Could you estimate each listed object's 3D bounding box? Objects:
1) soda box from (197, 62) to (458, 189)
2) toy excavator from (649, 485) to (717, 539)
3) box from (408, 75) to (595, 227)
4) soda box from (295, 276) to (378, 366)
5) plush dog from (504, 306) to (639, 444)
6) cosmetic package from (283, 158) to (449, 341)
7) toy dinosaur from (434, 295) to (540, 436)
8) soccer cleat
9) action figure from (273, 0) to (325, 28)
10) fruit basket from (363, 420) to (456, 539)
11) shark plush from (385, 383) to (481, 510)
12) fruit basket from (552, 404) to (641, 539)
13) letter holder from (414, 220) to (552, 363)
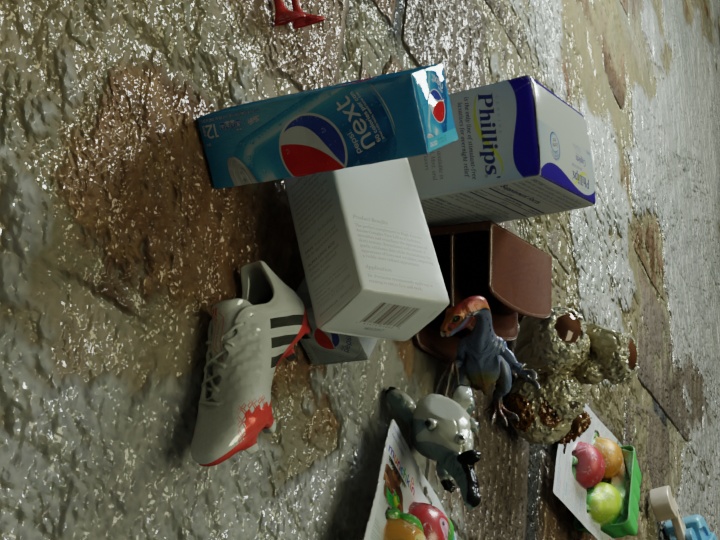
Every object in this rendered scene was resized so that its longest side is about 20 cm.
[{"bbox_3d":[-0.028,-0.115,0.911,0.068,0.199,0.065,-33,113,-59],"label":"soda box"},{"bbox_3d":[0.591,0.482,2.075,0.194,0.100,0.201,-7,77,-64],"label":"toy excavator"},{"bbox_3d":[0.127,-0.117,1.207,0.184,0.199,0.106,12,72,-61],"label":"box"},{"bbox_3d":[0.000,0.000,1.083,0.068,0.063,0.200,63,33,-28],"label":"soda box"},{"bbox_3d":[0.244,0.141,1.470,0.199,0.160,0.173,21,82,-43],"label":"plush dog"},{"bbox_3d":[-0.001,-0.045,0.996,0.101,0.074,0.201,11,51,-37],"label":"cosmetic package"},{"bbox_3d":[0.121,0.096,1.254,0.200,0.104,0.182,-113,-166,-66],"label":"toy dinosaur"},{"bbox_3d":[-0.096,0.071,0.889,0.085,0.068,0.200,58,32,-23],"label":"soccer cleat"},{"bbox_3d":[-0.070,-0.332,1.056,0.065,0.051,0.201,-16,96,-58],"label":"action figure"},{"bbox_3d":[0.056,0.275,1.079,0.186,0.093,0.200,63,31,-31],"label":"fruit basket"},{"bbox_3d":[0.095,0.180,1.122,0.090,0.200,0.084,-4,108,-23],"label":"shark plush"},{"bbox_3d":[0.332,0.295,1.643,0.200,0.093,0.186,42,45,-30],"label":"fruit basket"},{"bbox_3d":[0.145,0.036,1.315,0.200,0.100,0.143,21,67,-59],"label":"letter holder"}]
